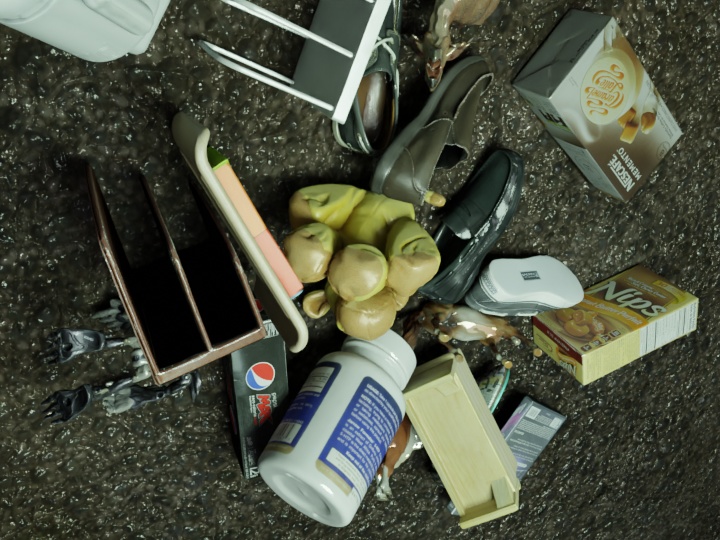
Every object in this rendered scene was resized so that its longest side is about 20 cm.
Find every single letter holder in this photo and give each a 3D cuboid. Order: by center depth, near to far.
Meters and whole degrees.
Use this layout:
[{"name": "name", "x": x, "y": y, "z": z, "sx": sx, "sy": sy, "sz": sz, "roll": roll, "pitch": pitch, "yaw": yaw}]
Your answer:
[{"name": "letter holder", "x": -0.172, "y": -0.026, "z": 0.622, "sx": 0.098, "sy": 0.200, "sz": 0.145, "roll": -22, "pitch": 121, "yaw": -14}]

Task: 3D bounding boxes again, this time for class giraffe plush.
[{"name": "giraffe plush", "x": 0.000, "y": 0.000, "z": 0.760, "sx": 0.168, "sy": 0.202, "sz": 0.165, "roll": 16, "pitch": 129, "yaw": 8}]

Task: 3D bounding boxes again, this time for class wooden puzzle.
[{"name": "wooden puzzle", "x": -0.108, "y": -0.044, "z": 0.639, "sx": 0.037, "sy": 0.185, "sz": 0.204, "roll": -28, "pitch": 114, "yaw": -11}]

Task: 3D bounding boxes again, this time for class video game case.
[{"name": "video game case", "x": 0.221, "y": 0.285, "z": 1.050, "sx": 0.202, "sy": 0.019, "sz": 0.142, "roll": -55, "pitch": 140, "yaw": 6}]

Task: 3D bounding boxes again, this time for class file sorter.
[{"name": "file sorter", "x": -0.051, "y": -0.260, "z": 0.611, "sx": 0.122, "sy": 0.139, "sz": 0.205, "roll": 15, "pitch": 106, "yaw": -28}]

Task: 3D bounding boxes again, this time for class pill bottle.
[{"name": "pill bottle", "x": -0.017, "y": 0.164, "z": 0.785, "sx": 0.202, "sy": 0.117, "sz": 0.121, "roll": -56, "pitch": 131, "yaw": -32}]

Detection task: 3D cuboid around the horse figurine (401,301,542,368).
[{"name": "horse figurine", "x": 0.133, "y": 0.076, "z": 0.881, "sx": 0.194, "sy": 0.133, "sz": 0.051, "roll": 8, "pitch": 108, "yaw": -16}]

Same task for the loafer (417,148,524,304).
[{"name": "loafer", "x": 0.128, "y": -0.052, "z": 0.837, "sx": 0.069, "sy": 0.068, "sz": 0.204, "roll": 14, "pitch": 110, "yaw": -40}]

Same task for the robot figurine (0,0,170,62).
[{"name": "robot figurine", "x": -0.226, "y": -0.229, "z": 0.520, "sx": 0.115, "sy": 0.167, "sz": 0.199, "roll": -61, "pitch": 161, "yaw": 8}]

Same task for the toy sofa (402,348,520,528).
[{"name": "toy sofa", "x": 0.126, "y": 0.209, "z": 0.892, "sx": 0.081, "sy": 0.098, "sz": 0.204, "roll": -25, "pitch": 99, "yaw": 18}]

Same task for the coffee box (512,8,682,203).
[{"name": "coffee box", "x": 0.286, "y": -0.193, "z": 0.842, "sx": 0.115, "sy": 0.080, "sz": 0.199, "roll": -49, "pitch": 124, "yaw": 3}]

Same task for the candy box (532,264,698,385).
[{"name": "candy box", "x": 0.353, "y": 0.071, "z": 0.977, "sx": 0.196, "sy": 0.116, "sz": 0.057, "roll": -23, "pitch": 123, "yaw": -15}]

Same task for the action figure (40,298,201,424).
[{"name": "action figure", "x": -0.229, "y": 0.085, "z": 0.707, "sx": 0.199, "sy": 0.099, "sz": 0.123, "roll": -4, "pitch": 89, "yaw": -66}]

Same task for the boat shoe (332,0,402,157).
[{"name": "boat shoe", "x": 0.017, "y": -0.218, "z": 0.707, "sx": 0.070, "sy": 0.068, "sz": 0.206, "roll": -4, "pitch": 113, "yaw": -24}]

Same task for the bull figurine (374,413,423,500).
[{"name": "bull figurine", "x": 0.014, "y": 0.218, "z": 0.897, "sx": 0.196, "sy": 0.065, "sz": 0.124, "roll": 24, "pitch": 58, "yaw": -25}]

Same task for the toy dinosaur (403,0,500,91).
[{"name": "toy dinosaur", "x": 0.109, "y": -0.276, "z": 0.718, "sx": 0.198, "sy": 0.085, "sz": 0.138, "roll": -33, "pitch": 138, "yaw": -33}]

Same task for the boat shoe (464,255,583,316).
[{"name": "boat shoe", "x": 0.216, "y": 0.029, "z": 0.924, "sx": 0.196, "sy": 0.073, "sz": 0.068, "roll": -1, "pitch": 149, "yaw": -40}]

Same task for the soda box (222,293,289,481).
[{"name": "soda box", "x": -0.119, "y": 0.132, "z": 0.800, "sx": 0.062, "sy": 0.071, "sz": 0.206, "roll": -10, "pitch": 117, "yaw": -20}]

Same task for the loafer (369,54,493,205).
[{"name": "loafer", "x": 0.088, "y": -0.142, "z": 0.741, "sx": 0.071, "sy": 0.073, "sz": 0.201, "roll": 35, "pitch": 71, "yaw": 7}]

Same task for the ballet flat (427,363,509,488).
[{"name": "ballet flat", "x": 0.141, "y": 0.214, "z": 0.974, "sx": 0.070, "sy": 0.072, "sz": 0.205, "roll": 10, "pitch": 109, "yaw": -29}]
